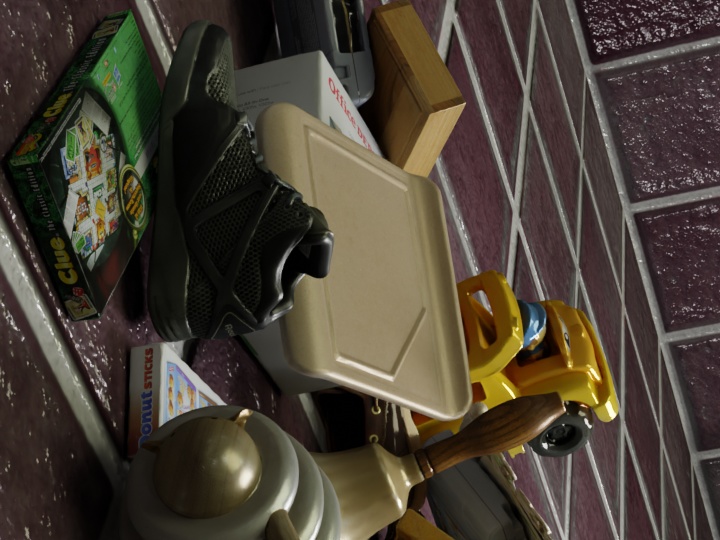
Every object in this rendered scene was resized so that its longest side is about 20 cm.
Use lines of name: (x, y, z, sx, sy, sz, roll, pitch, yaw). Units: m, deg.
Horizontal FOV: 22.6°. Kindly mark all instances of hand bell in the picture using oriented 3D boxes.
hand bell: (0.052, 0.133, 1.270, 0.104, 0.198, 0.105, 157, -90, -89)

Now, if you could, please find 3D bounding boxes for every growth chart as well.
growth chart: (0.125, 0.193, 1.355, 0.201, 0.018, 0.145, 60, -10, 4)

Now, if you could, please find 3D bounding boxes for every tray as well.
tray: (0.019, -0.114, 1.428, 0.099, 0.037, 0.200, 62, -26, 20)

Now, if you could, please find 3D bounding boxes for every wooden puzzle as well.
wooden puzzle: (0.000, 0.000, 1.211, 0.199, 0.037, 0.187, 21, 55, -53)

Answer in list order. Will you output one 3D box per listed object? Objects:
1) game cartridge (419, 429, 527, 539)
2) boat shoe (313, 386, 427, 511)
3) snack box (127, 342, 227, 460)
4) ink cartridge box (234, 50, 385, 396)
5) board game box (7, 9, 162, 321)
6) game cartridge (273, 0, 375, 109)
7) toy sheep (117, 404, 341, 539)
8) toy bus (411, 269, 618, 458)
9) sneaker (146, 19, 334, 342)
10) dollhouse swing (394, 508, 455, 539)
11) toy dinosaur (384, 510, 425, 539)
game cartridge: (0.100, 0.225, 1.421, 0.133, 0.041, 0.201, 44, -21, 48)
boat shoe: (-0.001, 0.094, 1.395, 0.070, 0.070, 0.202, -3, 73, -34)
snack box: (-0.093, 0.119, 1.133, 0.200, 0.024, 0.073, 54, 30, -57)
ink cartridge box: (-0.041, -0.034, 1.308, 0.146, 0.087, 0.202, 57, 25, -52)
board game box: (-0.151, -0.066, 1.059, 0.200, 0.023, 0.106, -73, 148, -59)
game cartridge: (-0.035, -0.214, 1.422, 0.133, 0.040, 0.202, 155, -73, -67)
toy sheep: (-0.071, 0.152, 1.007, 0.201, 0.136, 0.139, 83, 8, -48)
toy bus: (0.093, 0.066, 1.481, 0.136, 0.198, 0.193, -103, 170, -45)
sneaker: (-0.068, -0.057, 1.106, 0.076, 0.113, 0.201, 63, 27, -72)
dollhouse swing: (0.057, 0.299, 1.102, 0.201, 0.175, 0.182, -53, 155, -27)
toy dinosaur: (0.054, 0.282, 1.431, 0.201, 0.101, 0.136, 62, -7, 17)
